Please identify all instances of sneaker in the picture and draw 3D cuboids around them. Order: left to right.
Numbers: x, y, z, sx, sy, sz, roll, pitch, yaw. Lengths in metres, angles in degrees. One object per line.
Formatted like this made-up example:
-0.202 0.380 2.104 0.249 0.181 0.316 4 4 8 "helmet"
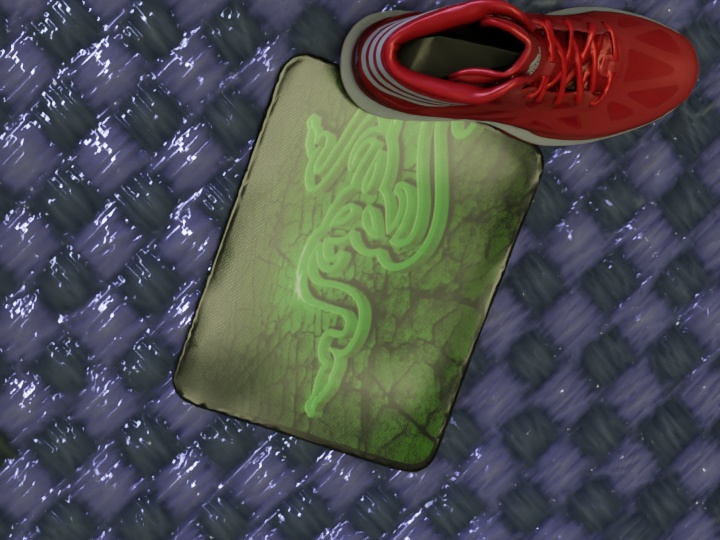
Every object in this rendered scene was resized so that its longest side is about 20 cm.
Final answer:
0.096 -0.099 0.802 0.198 0.115 0.079 -5 99 -12 "sneaker"

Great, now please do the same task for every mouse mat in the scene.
0.000 0.000 0.860 0.160 0.008 0.202 18 95 -15 "mouse mat"
